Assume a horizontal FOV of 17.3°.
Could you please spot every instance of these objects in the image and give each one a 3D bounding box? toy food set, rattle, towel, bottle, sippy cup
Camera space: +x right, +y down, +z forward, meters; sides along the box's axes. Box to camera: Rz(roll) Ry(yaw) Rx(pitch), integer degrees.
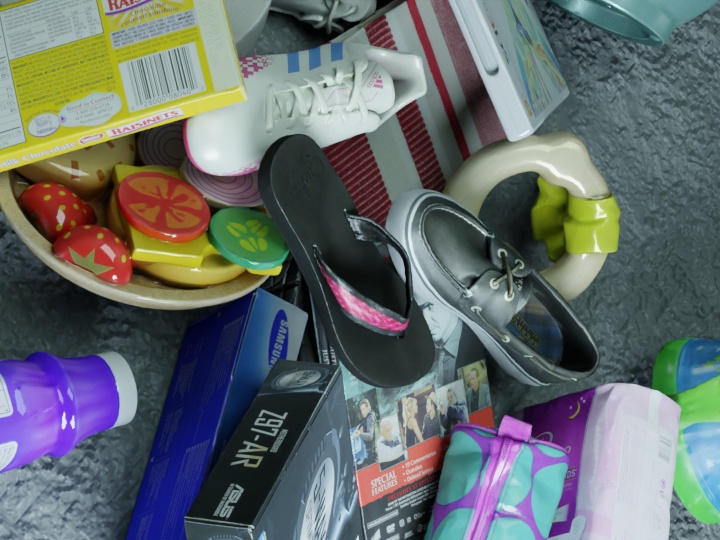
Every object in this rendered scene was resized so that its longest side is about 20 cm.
[{"bbox_3d":[-0.136,-0.051,1.494,0.197,0.049,0.201,6,39,-24],"label":"toy food set"},{"bbox_3d":[0.075,-0.028,1.678,0.199,0.143,0.130,-31,122,1],"label":"rattle"},{"bbox_3d":[0.019,-0.105,1.648,0.200,0.023,0.145,-35,114,-31],"label":"towel"},{"bbox_3d":[-0.229,0.090,1.409,0.199,0.083,0.066,-13,80,-35],"label":"bottle"},{"bbox_3d":[0.293,0.103,1.688,0.140,0.130,0.178,65,30,-16],"label":"sippy cup"}]

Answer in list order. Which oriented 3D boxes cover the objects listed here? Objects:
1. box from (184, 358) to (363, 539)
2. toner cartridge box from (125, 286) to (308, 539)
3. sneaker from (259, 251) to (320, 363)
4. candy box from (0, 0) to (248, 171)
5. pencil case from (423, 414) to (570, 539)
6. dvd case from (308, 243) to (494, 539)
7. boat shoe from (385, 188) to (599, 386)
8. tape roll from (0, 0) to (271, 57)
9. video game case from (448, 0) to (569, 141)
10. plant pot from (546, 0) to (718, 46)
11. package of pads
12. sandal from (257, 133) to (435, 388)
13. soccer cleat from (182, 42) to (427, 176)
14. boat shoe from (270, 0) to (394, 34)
[{"bbox_3d":[-0.046,0.180,1.424,0.160,0.043,0.201,-59,149,-52],"label":"box"},{"bbox_3d":[-0.095,0.118,1.480,0.043,0.095,0.201,27,61,-24],"label":"toner cartridge box"},{"bbox_3d":[-0.029,0.022,1.575,0.090,0.076,0.201,0,87,-42],"label":"sneaker"},{"bbox_3d":[-0.176,-0.125,1.454,0.199,0.026,0.103,-16,67,3],"label":"candy box"},{"bbox_3d":[0.072,0.200,1.540,0.085,0.092,0.201,15,73,12],"label":"pencil case"},{"bbox_3d":[0.032,0.076,1.569,0.146,0.022,0.201,-20,107,-45],"label":"dvd case"},{"bbox_3d":[0.092,0.011,1.574,0.200,0.056,0.069,43,61,-38],"label":"boat shoe"},{"bbox_3d":[-0.153,-0.202,1.546,0.201,0.037,0.204,6,58,-10],"label":"tape roll"},{"bbox_3d":[0.093,-0.192,1.673,0.183,0.022,0.200,66,15,-6],"label":"video game case"},{"bbox_3d":[0.200,-0.251,1.760,0.200,0.200,0.135,27,87,-22],"label":"plant pot"},{"bbox_3d":[0.151,0.182,1.600,0.075,0.120,0.201,24,62,-30],"label":"package of pads"},{"bbox_3d":[0.000,0.000,1.479,0.200,0.045,0.075,59,45,-33],"label":"sandal"},{"bbox_3d":[-0.032,-0.111,1.508,0.200,0.086,0.070,-27,109,-52],"label":"soccer cleat"},{"bbox_3d":[-0.012,-0.200,1.660,0.199,0.074,0.066,-13,77,-34],"label":"boat shoe"}]
